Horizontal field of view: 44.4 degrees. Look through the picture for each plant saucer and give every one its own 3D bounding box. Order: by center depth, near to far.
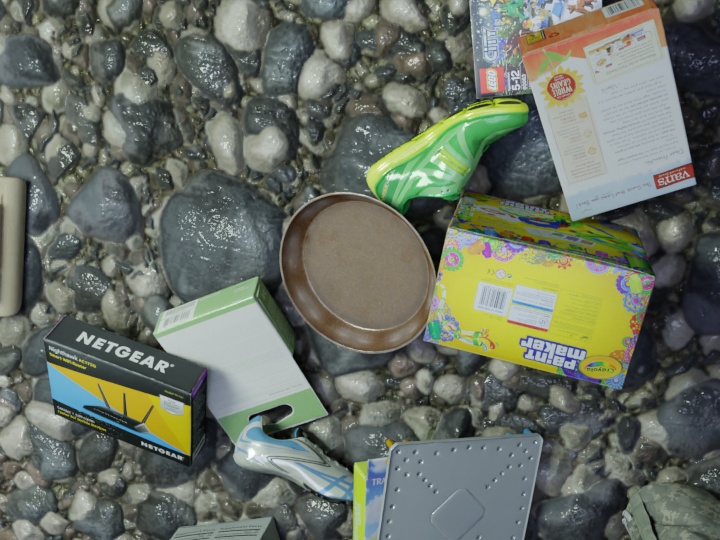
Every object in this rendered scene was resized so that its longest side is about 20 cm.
[{"bbox_3d":[0.000,0.000,1.024,0.199,0.034,0.202,11,118,21],"label":"plant saucer"}]

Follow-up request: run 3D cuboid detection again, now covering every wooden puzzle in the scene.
[{"bbox_3d":[-0.519,-0.029,1.086,0.199,0.037,0.186,0,109,-26],"label":"wooden puzzle"}]

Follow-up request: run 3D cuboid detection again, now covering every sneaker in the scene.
[{"bbox_3d":[0.103,-0.125,0.971,0.199,0.074,0.084,-28,97,27],"label":"sneaker"},{"bbox_3d":[-0.060,0.244,1.107,0.199,0.072,0.073,25,75,-8],"label":"sneaker"}]

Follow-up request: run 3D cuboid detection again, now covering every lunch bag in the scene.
[{"bbox_3d":[0.385,0.332,0.974,0.167,0.200,0.140,30,107,-2],"label":"lunch bag"}]

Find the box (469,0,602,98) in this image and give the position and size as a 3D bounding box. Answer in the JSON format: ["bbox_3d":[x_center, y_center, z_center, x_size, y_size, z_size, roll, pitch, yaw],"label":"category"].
[{"bbox_3d":[0.182,-0.288,0.923,0.136,0.038,0.201,-4,105,12],"label":"box"}]

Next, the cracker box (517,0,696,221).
[{"bbox_3d":[0.253,-0.162,0.902,0.133,0.058,0.201,-16,121,14],"label":"cracker box"}]

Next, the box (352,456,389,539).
[{"bbox_3d":[0.052,0.306,1.084,0.121,0.048,0.201,-5,107,-21],"label":"box"}]

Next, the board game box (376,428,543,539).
[{"bbox_3d":[0.112,0.287,1.057,0.199,0.026,0.201,0,108,-21],"label":"board game box"}]

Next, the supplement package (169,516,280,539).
[{"bbox_3d":[-0.183,0.454,1.122,0.146,0.200,0.193,-10,103,15],"label":"supplement package"}]

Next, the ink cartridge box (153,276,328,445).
[{"bbox_3d":[-0.144,0.117,1.103,0.145,0.048,0.201,-20,121,17],"label":"ink cartridge box"}]

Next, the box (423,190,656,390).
[{"bbox_3d":[0.185,0.011,0.925,0.199,0.193,0.123,14,109,8],"label":"box"}]

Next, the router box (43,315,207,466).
[{"bbox_3d":[-0.292,0.153,1.108,0.199,0.051,0.150,18,132,9],"label":"router box"}]
